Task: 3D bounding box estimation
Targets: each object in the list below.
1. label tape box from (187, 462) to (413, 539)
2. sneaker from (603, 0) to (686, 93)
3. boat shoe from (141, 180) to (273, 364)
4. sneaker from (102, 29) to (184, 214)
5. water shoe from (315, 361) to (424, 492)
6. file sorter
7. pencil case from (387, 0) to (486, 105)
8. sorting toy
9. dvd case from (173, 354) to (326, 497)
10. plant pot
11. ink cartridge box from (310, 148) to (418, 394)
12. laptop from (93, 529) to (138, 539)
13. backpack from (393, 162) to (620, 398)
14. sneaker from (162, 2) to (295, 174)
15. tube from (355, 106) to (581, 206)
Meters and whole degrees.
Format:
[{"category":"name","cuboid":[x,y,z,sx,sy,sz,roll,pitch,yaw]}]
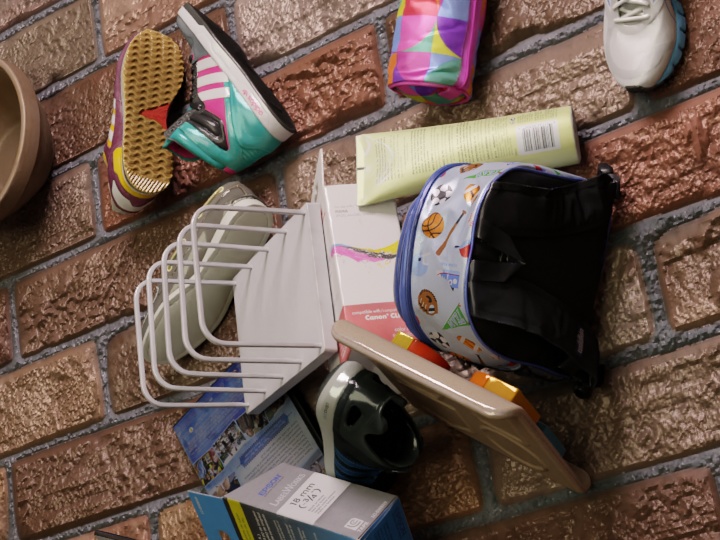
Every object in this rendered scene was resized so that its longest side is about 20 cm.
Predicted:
[{"category":"label tape box","cuboid":[-0.042,0.248,1.432,0.199,0.063,0.145,10,131,38]},{"category":"sneaker","cuboid":[0.229,-0.252,1.370,0.075,0.086,0.202,-3,80,35]},{"category":"boat shoe","cuboid":[-0.162,0.003,1.621,0.202,0.072,0.060,-55,45,14]},{"category":"sneaker","cuboid":[-0.239,-0.158,1.710,0.090,0.075,0.201,-35,45,52]},{"category":"water shoe","cuboid":[0.013,0.156,1.387,0.079,0.200,0.072,29,68,27]},{"category":"file sorter","cuboid":[-0.122,0.037,1.478,0.200,0.124,0.140,138,129,-58]},{"category":"pencil case","cuboid":[0.078,-0.254,1.486,0.088,0.088,0.202,8,87,38]},{"category":"sorting toy","cuboid":[0.088,0.107,1.328,0.184,0.200,0.037,25,80,35]},{"category":"dvd case","cuboid":[-0.094,0.183,1.564,0.143,0.017,0.201,-46,56,20]},{"category":"plant pot","cuboid":[-0.413,-0.134,1.823,0.200,0.092,0.203,-9,74,35]},{"category":"ink cartridge box","cuboid":[0.000,0.000,1.456,0.117,0.067,0.201,106,158,-62]},{"category":"laptop","cuboid":[-0.166,0.361,1.517,0.186,0.200,0.116,4,49,40]},{"category":"backpack","cuboid":[0.113,-0.006,1.337,0.153,0.190,0.202,0,80,34]},{"category":"sneaker","cuboid":[-0.160,-0.172,1.652,0.121,0.084,0.200,-42,59,11]},{"category":"tube","cuboid":[0.092,-0.104,1.418,0.198,0.058,0.052,-9,105,10]}]
